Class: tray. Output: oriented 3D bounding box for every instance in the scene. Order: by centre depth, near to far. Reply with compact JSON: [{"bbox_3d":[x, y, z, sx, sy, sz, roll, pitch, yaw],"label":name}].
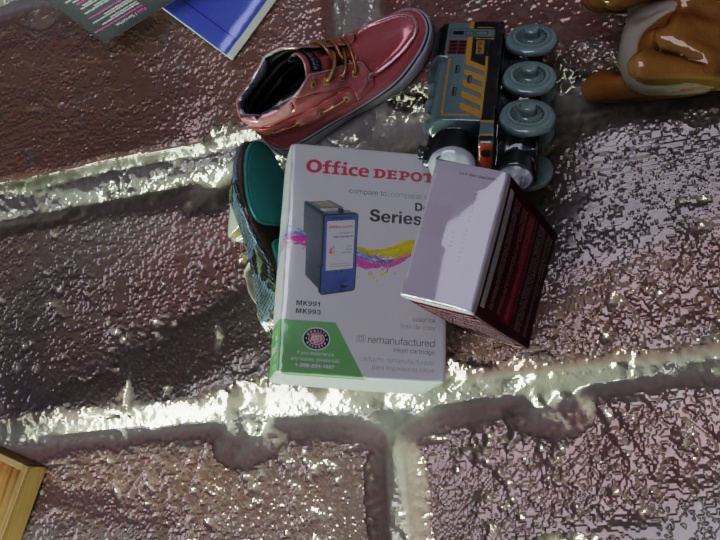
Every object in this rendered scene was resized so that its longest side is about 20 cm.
[{"bbox_3d":[-0.397,0.278,1.066,0.098,0.037,0.201,17,84,23],"label":"tray"}]

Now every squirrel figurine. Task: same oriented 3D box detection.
[{"bbox_3d":[0.281,-0.242,0.864,0.198,0.142,0.188,-1,91,3],"label":"squirrel figurine"}]

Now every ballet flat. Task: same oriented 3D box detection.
[{"bbox_3d":[-0.094,-0.026,1.006,0.074,0.074,0.201,-23,68,14],"label":"ballet flat"}]

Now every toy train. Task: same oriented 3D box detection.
[{"bbox_3d":[0.111,-0.143,0.910,0.113,0.086,0.201,2,47,10],"label":"toy train"}]

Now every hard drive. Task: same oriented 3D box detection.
[{"bbox_3d":[-0.123,-0.337,1.102,0.132,0.025,0.200,38,93,24],"label":"hard drive"}]

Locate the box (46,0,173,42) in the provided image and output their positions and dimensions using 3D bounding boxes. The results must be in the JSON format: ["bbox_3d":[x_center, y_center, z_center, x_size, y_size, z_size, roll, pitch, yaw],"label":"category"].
[{"bbox_3d":[-0.227,-0.349,1.071,0.199,0.115,0.133,-23,57,23],"label":"box"}]

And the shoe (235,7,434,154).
[{"bbox_3d":[-0.023,-0.189,0.997,0.199,0.091,0.072,-35,69,10],"label":"shoe"}]

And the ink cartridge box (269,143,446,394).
[{"bbox_3d":[0.000,0.000,0.922,0.144,0.088,0.202,5,76,-7],"label":"ink cartridge box"}]

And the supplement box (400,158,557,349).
[{"bbox_3d":[0.102,-0.007,0.851,0.060,0.200,0.110,13,83,24],"label":"supplement box"}]
